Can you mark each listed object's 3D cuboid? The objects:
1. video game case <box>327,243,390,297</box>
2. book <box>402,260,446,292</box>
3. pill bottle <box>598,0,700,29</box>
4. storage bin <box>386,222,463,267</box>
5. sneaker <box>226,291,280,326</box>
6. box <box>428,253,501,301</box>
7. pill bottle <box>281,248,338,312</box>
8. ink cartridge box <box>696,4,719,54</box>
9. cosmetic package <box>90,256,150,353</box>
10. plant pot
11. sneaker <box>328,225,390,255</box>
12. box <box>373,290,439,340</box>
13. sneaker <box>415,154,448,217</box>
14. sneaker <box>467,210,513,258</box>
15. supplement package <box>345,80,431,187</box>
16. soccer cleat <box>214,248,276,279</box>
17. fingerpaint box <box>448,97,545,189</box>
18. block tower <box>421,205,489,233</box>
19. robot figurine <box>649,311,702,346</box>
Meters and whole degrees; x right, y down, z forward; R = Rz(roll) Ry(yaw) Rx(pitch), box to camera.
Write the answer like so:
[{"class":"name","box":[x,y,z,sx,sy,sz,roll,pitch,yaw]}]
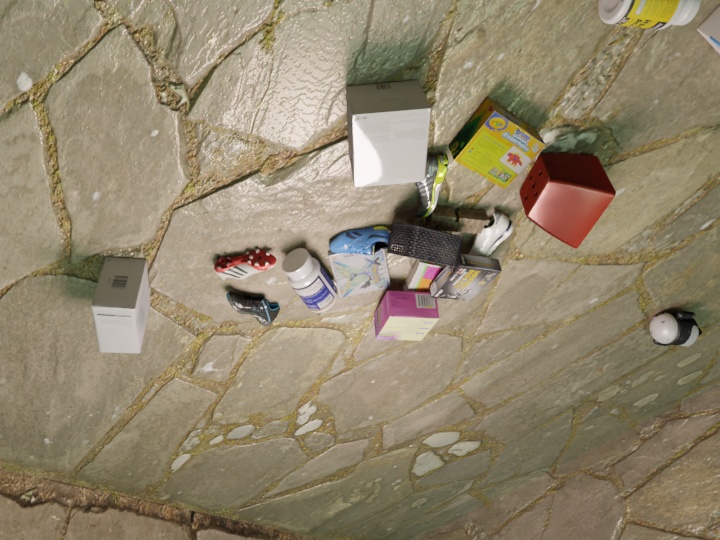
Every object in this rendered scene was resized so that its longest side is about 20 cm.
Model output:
[{"class":"video game case","box":[0.000,0.000,1.742,0.178,0.022,0.202,-12,135,2]},{"class":"book","box":[0.258,0.031,1.803,0.196,0.049,0.135,10,129,-21]},{"class":"pill bottle","box":[0.656,-0.610,1.209,0.195,0.113,0.113,1,134,-10]},{"class":"storage bin","box":[0.191,-0.076,1.587,0.197,0.134,0.096,9,93,-33]},{"class":"sneaker","box":[-0.353,0.108,1.762,0.082,0.074,0.199,-47,132,11]},{"class":"box","box":[0.334,0.027,1.727,0.155,0.049,0.201,7,146,-22]},{"class":"pill bottle","box":[-0.159,0.031,1.678,0.114,0.117,0.201,-22,133,11]},{"class":"ink cartridge box","box":[0.952,-0.561,1.297,0.197,0.130,0.125,23,127,-28]},{"class":"cosmetic package","box":[-0.704,0.104,1.590,0.120,0.202,0.202,5,133,-14]},{"class":"plant pot","box":[0.569,-0.218,1.525,0.173,0.202,0.202,14,131,-8]},{"class":"sneaker","box":[0.000,-0.079,1.628,0.196,0.079,0.067,-11,137,2]},{"class":"box","box":[0.153,0.157,1.831,0.172,0.099,0.201,3,151,-12]},{"class":"sneaker","box":[0.186,-0.242,1.518,0.079,0.075,0.203,9,126,-6]},{"class":"sneaker","box":[0.392,-0.102,1.691,0.080,0.077,0.201,28,121,-16]},{"class":"supplement package","box":[0.064,-0.341,1.336,0.187,0.149,0.203,-6,135,-5]},{"class":"soccer cleat","box":[-0.350,-0.011,1.643,0.195,0.070,0.086,-8,144,2]},{"class":"fingerpaint box","box":[0.367,-0.339,1.445,0.197,0.074,0.167,20,128,-27]},{"class":"block tower","box":[0.288,-0.155,1.622,0.195,0.055,0.058,3,134,-12]},{"class":"robot figurine","box":[1.248,0.232,2.122,0.196,0.125,0.154,7,91,-17]}]
